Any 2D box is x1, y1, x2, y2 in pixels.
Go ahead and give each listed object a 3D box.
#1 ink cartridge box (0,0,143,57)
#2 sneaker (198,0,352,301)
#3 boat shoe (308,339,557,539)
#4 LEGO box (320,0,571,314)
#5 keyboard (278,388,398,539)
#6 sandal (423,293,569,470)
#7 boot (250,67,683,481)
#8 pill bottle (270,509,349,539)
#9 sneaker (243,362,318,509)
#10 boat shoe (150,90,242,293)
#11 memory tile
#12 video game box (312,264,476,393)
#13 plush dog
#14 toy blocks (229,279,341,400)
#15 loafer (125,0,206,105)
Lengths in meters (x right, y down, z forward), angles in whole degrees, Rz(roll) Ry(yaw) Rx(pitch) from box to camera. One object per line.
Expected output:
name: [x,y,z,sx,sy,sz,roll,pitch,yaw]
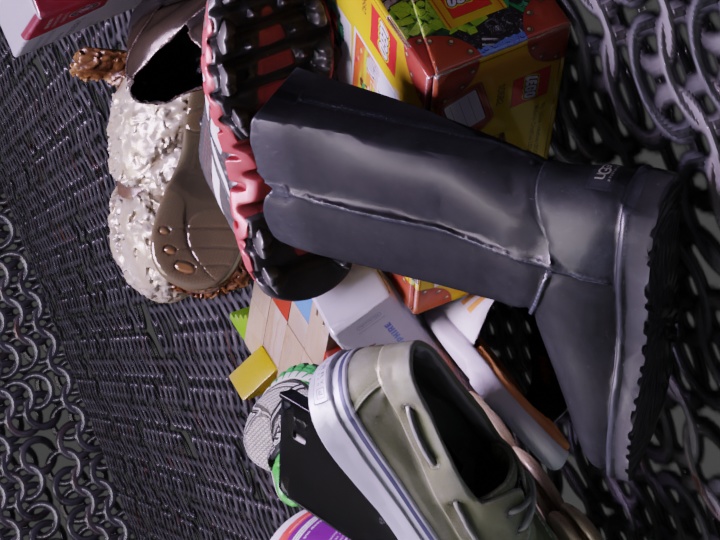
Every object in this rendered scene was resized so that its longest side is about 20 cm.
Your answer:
ink cartridge box: [-0.123,-0.210,1.202,0.083,0.199,0.146,66,165,-3]
sneaker: [-0.052,-0.087,1.063,0.098,0.070,0.202,-128,26,-56]
boat shoe: [0.052,0.111,0.996,0.062,0.072,0.200,-18,129,36]
LEGO box: [0.030,-0.100,1.050,0.150,0.077,0.201,59,162,29]
keyboard: [0.036,0.124,1.140,0.199,0.040,0.105,29,131,31]
sandal: [0.089,0.049,1.077,0.079,0.059,0.207,48,-178,-16]
boot: [0.047,0.003,0.955,0.198,0.066,0.166,14,125,21]
pill bottle: [0.027,0.202,1.244,0.199,0.112,0.113,-5,106,57]
sneaker: [-0.034,0.110,1.315,0.079,0.085,0.200,62,156,-8]
boat shoe: [-0.078,-0.081,1.304,0.068,0.071,0.202,68,-137,-82]
memory tile: [0.118,0.163,1.111,0.153,0.017,0.201,49,170,47]
video game box: [0.000,0.000,1.206,0.201,0.047,0.182,61,-175,38]
plush dog: [-0.129,-0.063,1.418,0.200,0.159,0.174,-154,69,-66]
toy blocks: [-0.019,0.052,1.421,0.201,0.099,0.137,55,150,32]
loafer: [-0.058,-0.137,1.160,0.199,0.072,0.073,-21,130,39]
